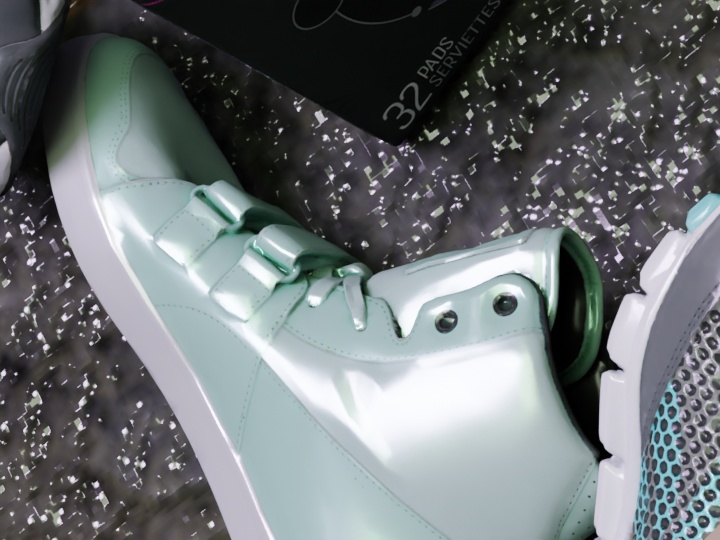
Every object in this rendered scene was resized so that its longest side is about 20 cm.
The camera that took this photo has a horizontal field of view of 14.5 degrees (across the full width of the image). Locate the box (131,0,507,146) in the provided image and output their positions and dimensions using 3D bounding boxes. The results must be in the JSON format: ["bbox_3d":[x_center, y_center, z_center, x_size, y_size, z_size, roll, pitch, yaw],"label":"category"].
[{"bbox_3d":[-0.001,-0.160,0.735,0.124,0.148,0.200,42,99,29],"label":"box"}]

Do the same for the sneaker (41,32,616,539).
[{"bbox_3d":[0.000,0.000,0.742,0.118,0.074,0.201,-35,72,19],"label":"sneaker"}]

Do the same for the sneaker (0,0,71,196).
[{"bbox_3d":[-0.151,-0.069,0.792,0.200,0.084,0.075,22,96,56],"label":"sneaker"}]

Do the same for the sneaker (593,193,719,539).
[{"bbox_3d":[0.093,0.072,0.655,0.091,0.077,0.201,35,110,58],"label":"sneaker"}]

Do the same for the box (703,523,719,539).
[{"bbox_3d":[0.129,0.075,0.587,0.200,0.078,0.095,-39,99,-26],"label":"box"}]
